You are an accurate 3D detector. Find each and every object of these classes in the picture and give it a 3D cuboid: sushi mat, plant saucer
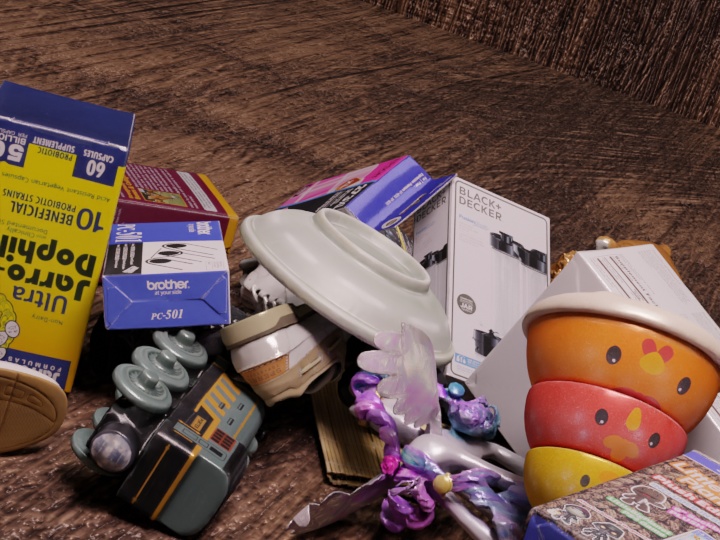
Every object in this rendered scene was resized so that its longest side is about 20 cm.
[{"bbox_3d":[0.006,0.129,1.300,0.095,0.012,0.200,13,19,-12],"label":"sushi mat"},{"bbox_3d":[0.000,0.000,1.265,0.199,0.050,0.200,32,12,-8],"label":"plant saucer"}]

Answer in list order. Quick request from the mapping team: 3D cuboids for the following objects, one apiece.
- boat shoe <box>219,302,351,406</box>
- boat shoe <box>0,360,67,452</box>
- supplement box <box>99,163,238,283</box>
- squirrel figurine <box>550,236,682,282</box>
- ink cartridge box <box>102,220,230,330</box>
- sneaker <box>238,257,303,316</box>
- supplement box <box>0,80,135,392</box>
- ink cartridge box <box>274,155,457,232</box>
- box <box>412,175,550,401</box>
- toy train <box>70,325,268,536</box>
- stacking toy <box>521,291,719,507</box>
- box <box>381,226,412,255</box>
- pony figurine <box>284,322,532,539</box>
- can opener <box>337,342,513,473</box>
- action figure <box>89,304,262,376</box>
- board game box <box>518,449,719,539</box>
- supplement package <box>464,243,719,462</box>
[{"bbox_3d":[-0.048,0.063,1.245,0.074,0.069,0.200,-23,-4,21],"label":"boat shoe"},{"bbox_3d":[-0.300,0.077,1.085,0.198,0.071,0.069,7,22,-24],"label":"boat shoe"},{"bbox_3d":[-0.228,-0.045,1.477,0.198,0.086,0.110,7,21,-27],"label":"supplement box"},{"bbox_3d":[0.205,0.050,1.427,0.141,0.188,0.200,4,22,-34],"label":"squirrel figurine"},{"bbox_3d":[-0.153,0.000,1.257,0.093,0.045,0.200,-2,12,-7],"label":"ink cartridge box"},{"bbox_3d":[-0.063,0.035,1.449,0.086,0.075,0.200,-3,18,-12],"label":"sneaker"},{"bbox_3d":[-0.248,-0.027,1.223,0.108,0.202,0.110,13,18,-9],"label":"supplement box"},{"bbox_3d":[-0.011,-0.058,1.432,0.199,0.037,0.095,-9,25,49],"label":"ink cartridge box"},{"bbox_3d":[0.104,0.030,1.391,0.116,0.060,0.201,22,54,-26],"label":"box"},{"bbox_3d":[-0.128,0.111,1.133,0.114,0.085,0.200,35,15,-1],"label":"toy train"},{"bbox_3d":[0.156,0.128,1.051,0.145,0.201,0.146,16,-20,6],"label":"stacking toy"},{"bbox_3d":[0.039,0.014,1.494,0.161,0.049,0.200,47,12,-18],"label":"box"},{"bbox_3d":[0.049,0.137,1.138,0.199,0.167,0.193,33,7,17],"label":"pony figurine"},{"bbox_3d":[0.073,0.124,1.278,0.199,0.064,0.079,30,-10,-5],"label":"can opener"},{"bbox_3d":[-0.128,0.052,1.320,0.129,0.070,0.199,21,15,29],"label":"action figure"},{"bbox_3d":[0.169,0.215,0.965,0.097,0.161,0.199,29,21,34],"label":"board game box"},{"bbox_3d":[0.208,0.107,1.216,0.110,0.156,0.201,-6,52,-49],"label":"supplement package"}]
